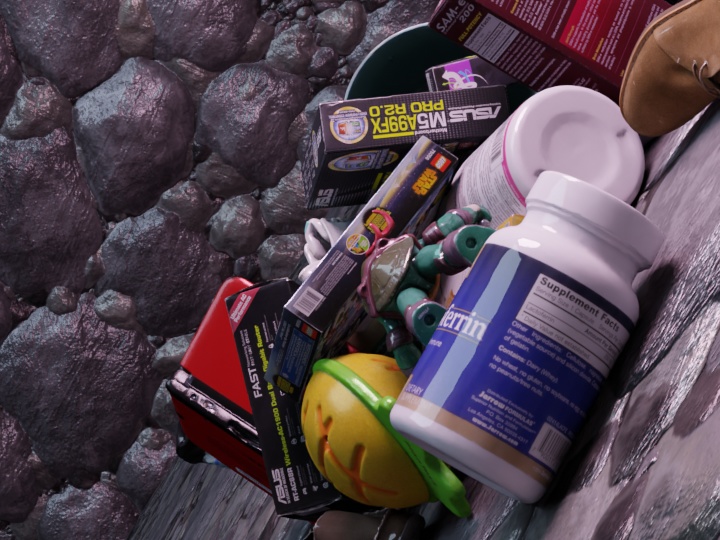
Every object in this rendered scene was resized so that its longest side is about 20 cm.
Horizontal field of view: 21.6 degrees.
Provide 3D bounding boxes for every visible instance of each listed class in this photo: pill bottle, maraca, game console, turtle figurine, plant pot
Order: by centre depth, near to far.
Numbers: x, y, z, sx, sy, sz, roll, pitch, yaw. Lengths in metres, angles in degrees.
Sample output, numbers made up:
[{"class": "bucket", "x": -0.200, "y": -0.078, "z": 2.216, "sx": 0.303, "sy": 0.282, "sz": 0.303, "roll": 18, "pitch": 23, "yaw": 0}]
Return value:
[{"class": "pill bottle", "x": 0.114, "y": 0.042, "z": 1.249, "sx": 0.200, "sy": 0.116, "sz": 0.116, "roll": -60, "pitch": 7, "yaw": -7}, {"class": "turtle figurine", "x": 0.047, "y": 0.016, "z": 1.393, "sx": 0.200, "sy": 0.101, "sz": 0.150, "roll": 175, "pitch": 107, "yaw": -78}, {"class": "maraca", "x": 0.021, "y": 0.126, "z": 1.436, "sx": 0.107, "sy": 0.137, "sz": 0.200, "roll": -42, "pitch": 22, "yaw": -11}, {"class": "pill bottle", "x": 0.138, "y": -0.062, "z": 1.519, "sx": 0.113, "sy": 0.113, "sz": 0.200, "roll": -63, "pitch": 7, "yaw": -22}, {"class": "game console", "x": -0.071, "y": 0.131, "z": 1.789, "sx": 0.119, "sy": 0.200, "sz": 0.172, "roll": -49, "pitch": -24, "yaw": -21}, {"class": "plant pot", "x": 0.092, "y": -0.146, "z": 1.930, "sx": 0.201, "sy": 0.200, "sz": 0.161, "roll": -59, "pitch": -7, "yaw": 6}]

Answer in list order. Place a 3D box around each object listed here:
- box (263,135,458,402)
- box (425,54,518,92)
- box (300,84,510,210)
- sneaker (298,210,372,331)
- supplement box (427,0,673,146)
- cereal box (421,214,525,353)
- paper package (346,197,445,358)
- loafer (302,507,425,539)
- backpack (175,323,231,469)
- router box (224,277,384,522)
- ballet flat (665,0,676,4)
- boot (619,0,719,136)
[{"class": "box", "x": 0.000, "y": 0.000, "z": 1.533, "sx": 0.200, "sy": 0.040, "sz": 0.137, "roll": -52, "pitch": -9, "yaw": -27}, {"class": "box", "x": 0.159, "y": -0.187, "z": 1.654, "sx": 0.143, "sy": 0.200, "sz": 0.036, "roll": -101, "pitch": -2, "yaw": -86}, {"class": "box", "x": 0.036, "y": -0.103, "z": 1.636, "sx": 0.200, "sy": 0.160, "sz": 0.044, "roll": 118, "pitch": 144, "yaw": -76}, {"class": "sneaker", "x": -0.009, "y": -0.025, "z": 1.688, "sx": 0.075, "sy": 0.088, "sz": 0.200, "roll": -58, "pitch": 6, "yaw": 25}, {"class": "supplement box", "x": 0.165, "y": -0.194, "z": 1.503, "sx": 0.109, "sy": 0.200, "sz": 0.061, "roll": -64, "pitch": 8, "yaw": -33}, {"class": "cereal box", "x": 0.094, "y": 0.054, "z": 1.481, "sx": 0.200, "sy": 0.039, "sz": 0.144, "roll": 136, "pitch": 141, "yaw": -65}, {"class": "paper package", "x": 0.056, "y": 0.028, "z": 1.790, "sx": 0.200, "sy": 0.103, "sz": 0.191, "roll": -53, "pitch": 11, "yaw": 40}, {"class": "loafer", "x": -0.009, "y": 0.230, "z": 1.530, "sx": 0.073, "sy": 0.071, "sz": 0.200, "roll": -63, "pitch": 8, "yaw": -27}, {"class": "backpack", "x": -0.081, "y": 0.144, "z": 1.919, "sx": 0.127, "sy": 0.200, "sz": 0.167, "roll": -74, "pitch": -5, "yaw": -72}, {"class": "router box", "x": -0.046, "y": 0.116, "z": 1.642, "sx": 0.062, "sy": 0.200, "sz": 0.150, "roll": -17, "pitch": -14, "yaw": 13}, {"class": "ballet flat", "x": 0.274, "y": -0.270, "z": 1.635, "sx": 0.057, "sy": 0.067, "sz": 0.200, "roll": -34, "pitch": 3, "yaw": -16}, {"class": "boot", "x": 0.244, "y": -0.148, "z": 1.326, "sx": 0.200, "sy": 0.074, "sz": 0.076, "roll": -50, "pitch": 22, "yaw": 47}]
